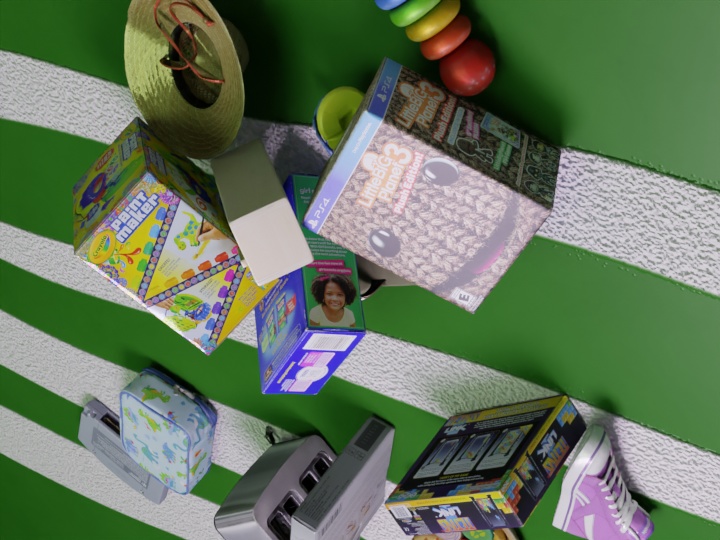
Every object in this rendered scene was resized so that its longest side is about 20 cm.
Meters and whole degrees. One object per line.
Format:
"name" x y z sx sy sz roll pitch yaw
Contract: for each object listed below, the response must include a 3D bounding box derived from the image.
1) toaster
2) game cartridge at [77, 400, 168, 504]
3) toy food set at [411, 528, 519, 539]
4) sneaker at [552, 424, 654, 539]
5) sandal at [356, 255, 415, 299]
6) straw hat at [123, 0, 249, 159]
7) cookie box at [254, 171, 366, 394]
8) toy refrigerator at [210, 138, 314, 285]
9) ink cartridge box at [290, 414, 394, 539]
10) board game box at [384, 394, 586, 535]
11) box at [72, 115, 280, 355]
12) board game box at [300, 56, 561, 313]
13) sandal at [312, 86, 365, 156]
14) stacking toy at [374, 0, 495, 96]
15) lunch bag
"toaster" -0.098 0.351 1.703 0.118 0.181 0.201 -24 108 48
"game cartridge" -0.420 0.328 2.094 0.199 0.040 0.134 37 139 10
"toy food set" 0.133 0.366 1.606 0.199 0.049 0.199 3 126 42
"sneaker" 0.291 0.255 1.346 0.114 0.073 0.201 24 148 19
"sandal" 0.000 -0.001 1.377 0.200 0.057 0.080 -12 116 53
"straw hat" -0.169 -0.232 1.298 0.200 0.085 0.203 20 124 32
"cookie box" -0.066 0.017 1.351 0.074 0.202 0.171 4 150 -22
"toy refrigerator" -0.108 -0.064 1.220 0.200 0.069 0.076 -119 5 -64
"ink cartridge box" -0.026 0.321 1.585 0.043 0.200 0.175 26 138 18
"board game box" 0.145 0.230 1.372 0.199 0.165 0.057 -19 110 50
"box" -0.212 -0.044 1.321 0.192 0.122 0.200 41 -171 -26
"board game box" 0.069 -0.080 1.143 0.199 0.097 0.160 26 131 -7
"sandal" 0.010 -0.118 1.262 0.201 0.079 0.087 60 171 -27
"stacking toy" 0.059 -0.248 1.086 0.200 0.086 0.085 50 143 -16
"lunch bag" -0.315 0.257 1.892 0.160 0.082 0.201 30 140 17
